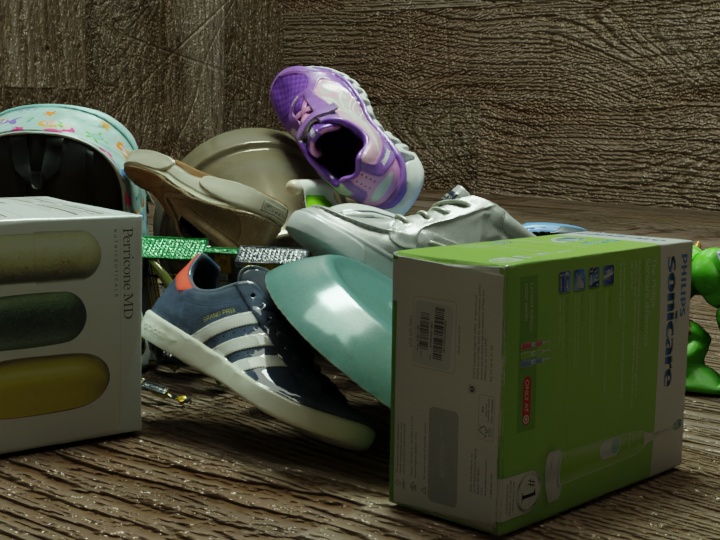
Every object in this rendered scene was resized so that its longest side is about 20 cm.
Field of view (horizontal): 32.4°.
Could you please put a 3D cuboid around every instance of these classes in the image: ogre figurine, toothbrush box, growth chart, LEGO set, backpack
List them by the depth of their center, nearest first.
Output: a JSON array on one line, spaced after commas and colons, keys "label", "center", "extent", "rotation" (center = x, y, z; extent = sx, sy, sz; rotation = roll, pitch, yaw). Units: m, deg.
[{"label": "toothbrush box", "center": [0.112, 0.057, 0.738], "extent": [0.086, 0.147, 0.199], "rotation": [8, 11, 44]}, {"label": "LEGO set", "center": [-0.114, 0.057, 0.982], "extent": [0.198, 0.117, 0.154], "rotation": [-2, 37, 2]}, {"label": "ogre figurine", "center": [0.257, 0.034, 1.033], "extent": [0.097, 0.121, 0.200], "rotation": [-2, 9, -23]}, {"label": "growth chart", "center": [0.000, 0.000, 1.103], "extent": [0.018, 0.201, 0.145], "rotation": [-30, 5, 14]}, {"label": "backpack", "center": [-0.292, -0.062, 1.202], "extent": [0.175, 0.202, 0.151], "rotation": [1, 33, 4]}]

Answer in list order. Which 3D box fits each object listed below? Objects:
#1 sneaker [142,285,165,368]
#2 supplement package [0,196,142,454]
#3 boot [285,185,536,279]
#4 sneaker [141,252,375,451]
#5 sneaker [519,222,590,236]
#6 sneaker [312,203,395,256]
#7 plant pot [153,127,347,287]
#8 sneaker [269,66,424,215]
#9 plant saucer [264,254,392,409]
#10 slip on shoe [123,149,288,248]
[{"label": "sneaker", "center": [-0.218, 0.052, 1.076], "extent": [0.088, 0.076, 0.200], "rotation": [-10, -1, 15]}, {"label": "supplement package", "center": [-0.267, 0.033, 0.825], "extent": [0.199, 0.154, 0.150], "rotation": [-5, 10, -39]}, {"label": "boot", "center": [0.048, -0.023, 0.937], "extent": [0.199, 0.096, 0.074], "rotation": [27, -10, -8]}, {"label": "sneaker", "center": [-0.061, 0.048, 0.833], "extent": [0.199, 0.085, 0.075], "rotation": [27, -8, 29]}, {"label": "sneaker", "center": [0.112, -0.017, 1.084], "extent": [0.198, 0.066, 0.079], "rotation": [-10, 30, 16]}, {"label": "sneaker", "center": [0.045, 0.020, 1.006], "extent": [0.199, 0.079, 0.080], "rotation": [31, 26, -26]}, {"label": "plant pot", "center": [-0.088, -0.014, 1.176], "extent": [0.198, 0.202, 0.174], "rotation": [-1, 23, -18]}, {"label": "sneaker", "center": [-0.028, -0.128, 1.132], "extent": [0.088, 0.081, 0.200], "rotation": [10, 31, -50]}, {"label": "plant saucer", "center": [0.028, 0.046, 0.827], "extent": [0.199, 0.036, 0.200], "rotation": [34, 11, -8]}, {"label": "slip on shoe", "center": [-0.147, -0.056, 1.091], "extent": [0.199, 0.061, 0.076], "rotation": [21, -4, 37]}]
